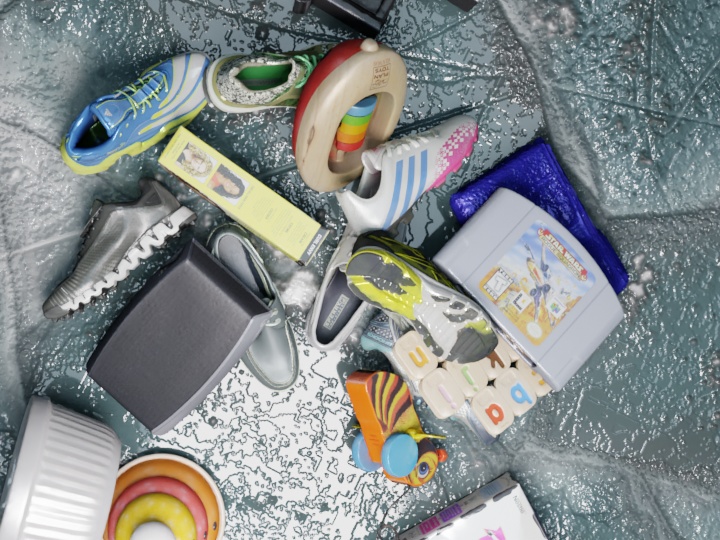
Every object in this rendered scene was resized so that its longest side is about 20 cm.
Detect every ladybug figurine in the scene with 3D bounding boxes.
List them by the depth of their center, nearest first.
[{"bbox_3d":[-0.018,-0.175,1.436,0.135,0.201,0.072,-20,57,-37],"label":"ladybug figurine"}]

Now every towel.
[{"bbox_3d":[0.205,-0.035,1.492,0.147,0.049,0.201,-33,91,-21],"label":"towel"}]

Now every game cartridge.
[{"bbox_3d":[0.188,0.014,1.444,0.200,0.042,0.133,45,81,-3],"label":"game cartridge"}]

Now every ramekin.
[{"bbox_3d":[-0.323,0.242,1.404,0.104,0.200,0.203,15,90,-14],"label":"ramekin"}]

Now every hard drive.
[{"bbox_3d":[-0.204,0.079,1.453,0.135,0.042,0.200,42,107,-4],"label":"hard drive"}]

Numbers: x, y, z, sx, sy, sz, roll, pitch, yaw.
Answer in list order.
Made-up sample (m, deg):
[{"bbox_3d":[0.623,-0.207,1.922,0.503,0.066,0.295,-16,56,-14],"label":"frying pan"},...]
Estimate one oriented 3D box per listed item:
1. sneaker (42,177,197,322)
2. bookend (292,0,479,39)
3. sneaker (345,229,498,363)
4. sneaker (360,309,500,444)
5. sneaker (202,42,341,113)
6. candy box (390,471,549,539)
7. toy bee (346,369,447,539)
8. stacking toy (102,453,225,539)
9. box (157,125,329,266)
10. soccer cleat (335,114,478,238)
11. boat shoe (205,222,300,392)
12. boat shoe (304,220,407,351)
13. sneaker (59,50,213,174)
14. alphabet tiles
[{"bbox_3d":[-0.281,-0.028,1.463,0.199,0.066,0.091,-39,92,-7],"label":"sneaker"},{"bbox_3d":[0.055,-0.332,1.467,0.197,0.092,0.202,30,90,-5],"label":"bookend"},{"bbox_3d":[0.071,0.020,1.415,0.199,0.085,0.074,37,118,-22],"label":"sneaker"},{"bbox_3d":[0.079,0.123,1.501,0.086,0.078,0.201,-40,87,10],"label":"sneaker"},{"bbox_3d":[-0.069,-0.211,1.454,0.197,0.088,0.078,-12,96,-18],"label":"sneaker"},{"bbox_3d":[0.128,0.354,1.502,0.198,0.072,0.169,-30,94,-3],"label":"candy box"},{"bbox_3d":[0.043,0.197,1.478,0.108,0.130,0.203,-20,124,-40],"label":"toy bee"},{"bbox_3d":[-0.217,0.282,1.407,0.144,0.200,0.149,0,92,-4],"label":"stacking toy"},{"bbox_3d":[-0.130,-0.080,1.469,0.199,0.075,0.050,35,86,-4],"label":"box"},{"bbox_3d":[0.053,-0.120,1.459,0.087,0.070,0.200,49,66,-17],"label":"soccer cleat"},{"bbox_3d":[-0.120,0.044,1.477,0.072,0.062,0.203,-21,94,-6],"label":"boat shoe"},{"bbox_3d":[0.000,0.000,1.485,0.073,0.065,0.203,22,89,-4],"label":"boat shoe"},{"bbox_3d":[-0.240,-0.171,1.440,0.199,0.105,0.076,-38,94,-2],"label":"sneaker"},{"bbox_3d":[0.127,0.074,1.470,0.199,0.015,0.197,-34,84,-34],"label":"alphabet tiles"}]
